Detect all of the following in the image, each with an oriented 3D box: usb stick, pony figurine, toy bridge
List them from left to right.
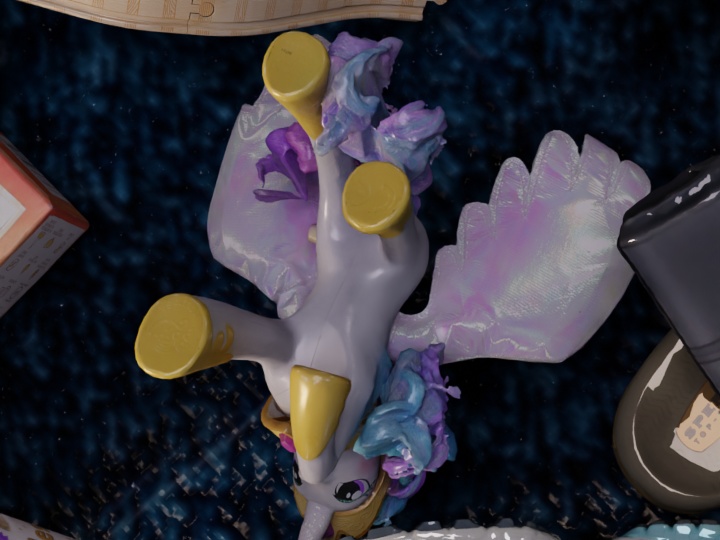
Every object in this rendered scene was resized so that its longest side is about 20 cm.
[{"bbox_3d":[-0.064,-0.108,0.900,0.200,0.067,0.027,3,119,-16],"label":"toy bridge"},{"bbox_3d":[0.000,0.000,0.874,0.166,0.200,0.193,17,72,16],"label":"pony figurine"},{"bbox_3d":[0.160,0.049,0.871,0.055,0.033,0.200,-32,104,11],"label":"usb stick"}]

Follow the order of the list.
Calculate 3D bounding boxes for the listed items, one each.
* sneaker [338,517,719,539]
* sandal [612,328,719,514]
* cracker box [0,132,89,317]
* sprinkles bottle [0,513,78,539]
[{"bbox_3d":[0.062,0.135,0.878,0.200,0.078,0.086,-3,71,5],"label":"sneaker"},{"bbox_3d":[0.162,0.002,0.899,0.080,0.054,0.200,36,90,10],"label":"sandal"},{"bbox_3d":[-0.222,0.004,0.955,0.200,0.058,0.134,-45,79,1],"label":"cracker box"},{"bbox_3d":[-0.144,0.114,0.878,0.200,0.068,0.068,23,88,-25],"label":"sprinkles bottle"}]
